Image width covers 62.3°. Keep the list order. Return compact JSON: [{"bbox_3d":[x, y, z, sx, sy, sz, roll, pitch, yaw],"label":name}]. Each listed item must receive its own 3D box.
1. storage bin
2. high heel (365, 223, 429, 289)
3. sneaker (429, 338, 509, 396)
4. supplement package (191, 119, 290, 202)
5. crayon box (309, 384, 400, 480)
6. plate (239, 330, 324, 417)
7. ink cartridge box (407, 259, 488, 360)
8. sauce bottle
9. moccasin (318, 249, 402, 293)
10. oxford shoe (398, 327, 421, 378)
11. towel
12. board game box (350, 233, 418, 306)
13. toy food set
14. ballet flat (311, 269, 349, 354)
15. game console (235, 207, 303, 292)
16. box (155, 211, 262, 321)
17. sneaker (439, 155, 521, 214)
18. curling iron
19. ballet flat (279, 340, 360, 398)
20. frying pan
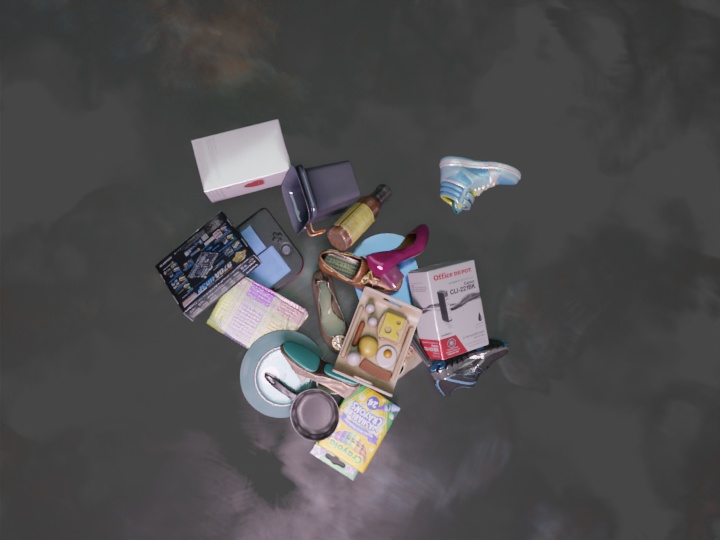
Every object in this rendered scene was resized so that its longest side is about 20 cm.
[{"bbox_3d":[-0.084,-0.162,1.335,0.132,0.200,0.148,-18,87,-16],"label":"storage bin"},{"bbox_3d":[0.087,-0.060,1.331,0.096,0.067,0.201,48,50,-20],"label":"high heel"},{"bbox_3d":[0.262,0.225,1.406,0.197,0.073,0.083,-23,104,-2],"label":"sneaker"},{"bbox_3d":[-0.264,-0.245,1.351,0.197,0.121,0.122,-16,87,-7],"label":"supplement package"},{"bbox_3d":[-0.013,0.366,1.366,0.125,0.052,0.202,32,83,-3],"label":"crayon box"},{"bbox_3d":[-0.174,0.238,1.354,0.196,0.026,0.204,-1,95,-13],"label":"plate"},{"bbox_3d":[0.200,0.086,1.363,0.142,0.083,0.204,-13,93,-30],"label":"ink cartridge box"},{"bbox_3d":[0.004,-0.128,1.371,0.066,0.066,0.200,46,59,-1],"label":"sauce bottle"},{"bbox_3d":[0.001,-0.002,1.351,0.199,0.078,0.075,25,81,3],"label":"moccasin"},{"bbox_3d":[0.108,0.201,1.379,0.200,0.074,0.071,-44,88,-9],"label":"oxford shoe"},{"bbox_3d":[-0.232,0.109,1.353,0.198,0.023,0.145,31,89,-15],"label":"towel"},{"bbox_3d":[0.060,0.017,1.410,0.156,0.039,0.203,-19,83,-2],"label":"board game box"},{"bbox_3d":[0.038,0.154,1.306,0.142,0.060,0.203,21,77,4],"label":"toy food set"},{"bbox_3d":[-0.070,0.096,1.383,0.066,0.046,0.203,-14,87,-6],"label":"ballet flat"},{"bbox_3d":[-0.249,-0.021,1.381,0.199,0.031,0.178,-37,90,-8],"label":"game console"},{"bbox_3d":[-0.339,-0.013,1.321,0.199,0.046,0.159,-40,60,-4],"label":"box"},{"bbox_3d":[0.281,-0.194,1.430,0.196,0.080,0.133,8,83,4],"label":"sneaker"},{"bbox_3d":[0.094,0.138,1.356,0.049,0.026,0.201,-39,81,-10],"label":"curling iron"},{"bbox_3d":[-0.097,0.229,1.322,0.198,0.068,0.068,28,121,1],"label":"ballet flat"},{"bbox_3d":[-0.136,0.310,1.330,0.187,0.031,0.117,15,93,9],"label":"frying pan"}]
